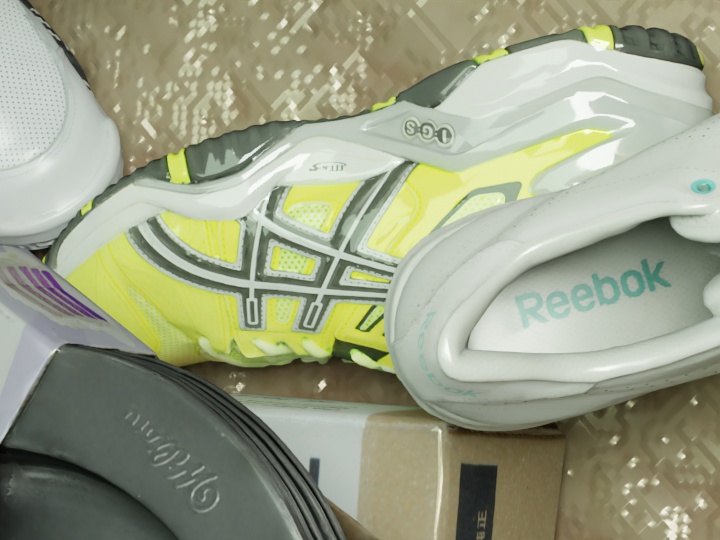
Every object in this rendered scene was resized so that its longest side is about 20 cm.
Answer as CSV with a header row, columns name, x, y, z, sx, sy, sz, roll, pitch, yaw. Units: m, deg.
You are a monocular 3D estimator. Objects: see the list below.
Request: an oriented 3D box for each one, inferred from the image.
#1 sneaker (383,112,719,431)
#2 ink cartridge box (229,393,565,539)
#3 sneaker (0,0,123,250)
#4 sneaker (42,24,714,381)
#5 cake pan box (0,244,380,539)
name,x,y,z,sx,sy,sz,roll,pitch,yaw
sneaker,0.102,-0.013,0.680,0.200,0.088,0.075,-27,91,-1
ink cartridge box,-0.054,0.114,0.787,0.200,0.075,0.165,2,87,29
sneaker,-0.147,-0.090,0.812,0.200,0.115,0.075,43,75,12
sneaker,0.000,0.000,0.770,0.200,0.075,0.077,-19,76,26
cake pan box,-0.073,0.116,0.687,0.184,0.052,0.200,38,104,25
